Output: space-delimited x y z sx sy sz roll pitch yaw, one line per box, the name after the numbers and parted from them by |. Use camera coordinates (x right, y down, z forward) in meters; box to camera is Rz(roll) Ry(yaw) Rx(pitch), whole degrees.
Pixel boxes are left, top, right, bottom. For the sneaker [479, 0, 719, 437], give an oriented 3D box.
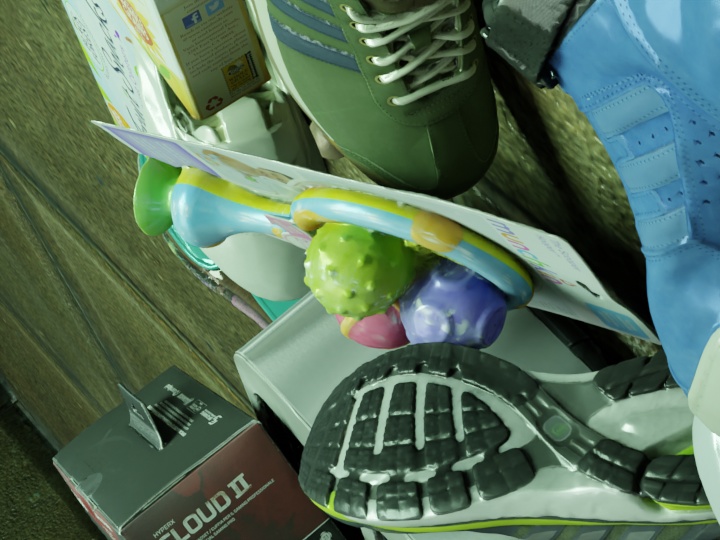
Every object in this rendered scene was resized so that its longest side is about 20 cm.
0.085 -0.043 0.598 0.111 0.077 0.200 41 159 25 | sneaker

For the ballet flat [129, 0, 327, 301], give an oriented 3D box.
-0.060 -0.080 0.971 0.069 0.069 0.200 175 76 -75 | ballet flat

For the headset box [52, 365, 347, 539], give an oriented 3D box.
-0.047 0.134 1.013 0.200 0.077 0.149 56 169 -15 | headset box

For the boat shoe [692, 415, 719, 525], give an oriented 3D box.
0.182 0.101 0.690 0.200 0.069 0.057 48 160 -1 | boat shoe

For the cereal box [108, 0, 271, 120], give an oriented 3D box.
-0.098 -0.160 0.835 0.144 0.040 0.200 54 170 28 | cereal box

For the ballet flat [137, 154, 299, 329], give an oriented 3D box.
-0.045 -0.006 1.224 0.200 0.069 0.071 45 -175 30 | ballet flat

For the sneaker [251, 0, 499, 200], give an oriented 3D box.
0.003 -0.097 0.773 0.200 0.067 0.090 64 169 -28 | sneaker

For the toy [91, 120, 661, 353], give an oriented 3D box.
0.000 0.000 0.865 0.200 0.047 0.115 19 171 29 | toy

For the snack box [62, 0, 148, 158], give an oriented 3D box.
-0.086 -0.099 1.124 0.142 0.053 0.200 47 166 31 | snack box

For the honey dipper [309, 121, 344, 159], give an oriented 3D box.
-0.001 -0.073 0.943 0.038 0.038 0.200 53 172 2 | honey dipper

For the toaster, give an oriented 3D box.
0.054 0.086 0.969 0.181 0.119 0.200 45 165 29 | toaster

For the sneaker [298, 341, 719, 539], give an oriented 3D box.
0.071 0.074 0.824 0.200 0.074 0.081 1 148 28 | sneaker
